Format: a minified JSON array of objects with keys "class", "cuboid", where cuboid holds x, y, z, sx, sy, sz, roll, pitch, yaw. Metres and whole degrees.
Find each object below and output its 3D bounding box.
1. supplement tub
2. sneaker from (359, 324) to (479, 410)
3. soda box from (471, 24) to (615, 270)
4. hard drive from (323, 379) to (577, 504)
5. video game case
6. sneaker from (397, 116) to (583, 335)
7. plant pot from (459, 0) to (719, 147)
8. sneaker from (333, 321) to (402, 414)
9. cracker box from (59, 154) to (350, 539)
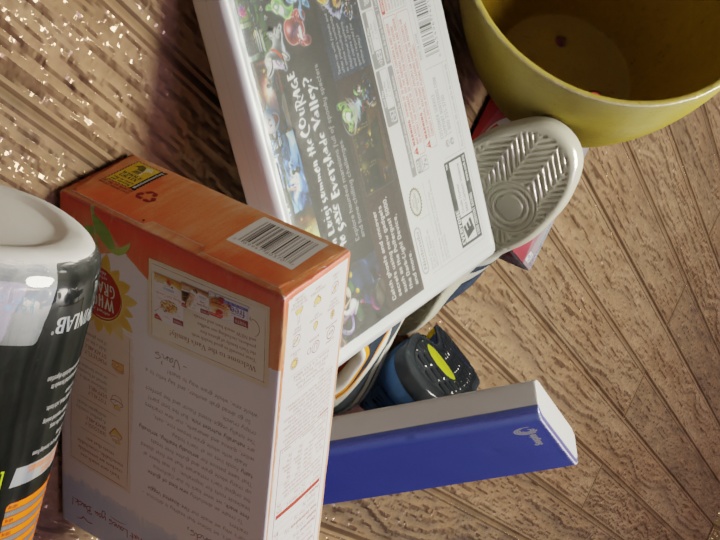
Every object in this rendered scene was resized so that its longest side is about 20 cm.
[{"class":"supplement tub","cuboid":[-0.177,0.069,0.521,0.122,0.122,0.202,-6,116,-61]},{"class":"sneaker","cuboid":[0.034,0.086,0.963,0.078,0.066,0.200,-37,177,7]},{"class":"soda box","cuboid":[0.133,-0.108,1.032,0.202,0.069,0.063,-64,154,-6]},{"class":"hard drive","cuboid":[0.029,0.115,0.891,0.132,0.198,0.026,48,34,-62]},{"class":"video game case","cuboid":[0.000,-0.072,0.752,0.181,0.023,0.202,-33,115,-48]},{"class":"sneaker","cuboid":[0.077,-0.040,0.923,0.200,0.075,0.084,-41,-179,38]},{"class":"plant pot","cuboid":[0.149,-0.161,0.916,0.201,0.199,0.142,-54,173,-23]},{"class":"sneaker","cuboid":[0.000,0.000,0.856,0.079,0.078,0.202,-4,115,-66]},{"class":"cracker box","cuboid":[-0.081,0.061,0.686,0.058,0.133,0.202,-34,140,-48]}]
